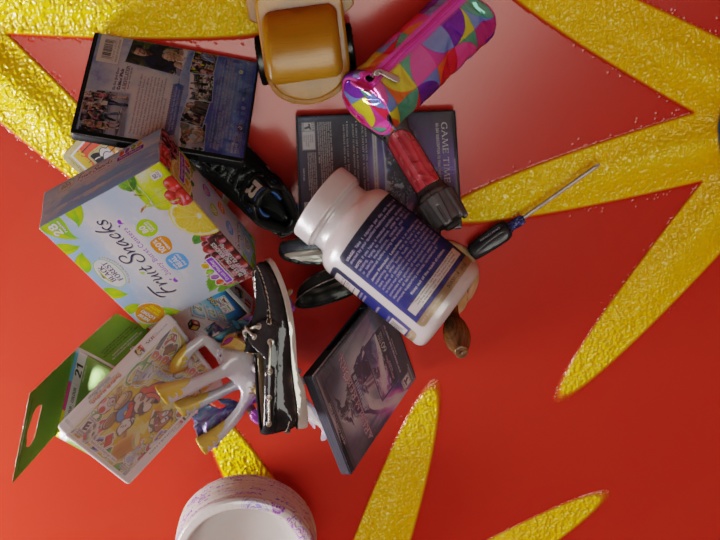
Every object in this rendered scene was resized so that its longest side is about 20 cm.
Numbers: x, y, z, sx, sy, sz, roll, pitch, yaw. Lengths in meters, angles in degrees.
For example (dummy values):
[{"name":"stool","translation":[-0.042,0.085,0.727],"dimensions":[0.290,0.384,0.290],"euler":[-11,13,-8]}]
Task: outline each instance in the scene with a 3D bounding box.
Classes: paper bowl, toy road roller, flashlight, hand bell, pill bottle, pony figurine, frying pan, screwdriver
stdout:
[{"name":"paper bowl","translation":[-0.159,0.376,1.465],"dimensions":[0.196,0.105,0.205],"euler":[-1,114,-2]},{"name":"toy road roller","translation":[-0.066,-0.286,1.159],"dimensions":[0.120,0.147,0.204],"euler":[-8,114,0]},{"name":"flashlight","translation":[0.054,-0.139,1.228],"dimensions":[0.067,0.068,0.202],"euler":[-25,80,-33]},{"name":"hand bell","translation":[0.109,0.050,1.286],"dimensions":[0.102,0.201,0.106],"euler":[-1,114,-2]},{"name":"pill bottle","translation":[0.027,-0.019,1.195],"dimensions":[0.199,0.116,0.116],"euler":[39,108,3]},{"name":"pony figurine","translation":[-0.134,0.134,1.299],"dimensions":[0.198,0.167,0.195],"euler":[-34,126,-6]},{"name":"frying pan","translation":[-0.014,0.003,1.295],"dimensions":[0.113,0.031,0.190],"euler":[-11,161,-35]},{"name":"screwdriver","translation":[0.221,-0.075,1.328],"dimensions":[0.198,0.029,0.028],"euler":[-34,112,17]}]

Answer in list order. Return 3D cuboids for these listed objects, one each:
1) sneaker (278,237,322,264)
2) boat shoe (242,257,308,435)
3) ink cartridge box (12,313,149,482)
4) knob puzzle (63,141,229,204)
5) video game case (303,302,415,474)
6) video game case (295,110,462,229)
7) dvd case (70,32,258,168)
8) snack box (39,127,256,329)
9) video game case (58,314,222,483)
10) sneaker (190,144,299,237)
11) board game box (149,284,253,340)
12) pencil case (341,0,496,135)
[{"name":"sneaker","translation":[-0.011,-0.061,1.308],"dimensions":[0.196,0.078,0.088],"euler":[-14,93,-6]},{"name":"boat shoe","translation":[-0.106,0.090,1.211],"dimensions":[0.059,0.074,0.204],"euler":[-11,98,-15]},{"name":"ink cartridge box","translation":[-0.337,0.170,1.298],"dimensions":[0.075,0.200,0.150],"euler":[25,120,6]},{"name":"knob puzzle","translation":[-0.234,-0.142,1.275],"dimensions":[0.215,0.031,0.224],"euler":[-1,113,-3]},{"name":"video game case","translation":[0.004,0.135,1.320],"dimensions":[0.019,0.200,0.145],"euler":[-5,118,31]},{"name":"video game case","translation":[0.022,-0.118,1.270],"dimensions":[0.195,0.019,0.146],"euler":[-2,84,-3]},{"name":"dvd case","translation":[-0.221,-0.196,1.204],"dimensions":[0.196,0.145,0.018],"euler":[9,152,-8]},{"name":"snack box","translation":[-0.239,-0.042,1.204],"dimensions":[0.166,0.068,0.201],"euler":[-24,132,14]},{"name":"video game case","translation":[-0.267,0.166,1.309],"dimensions":[0.182,0.023,0.201],"euler":[-47,153,-14]},{"name":"sneaker","translation":[-0.143,-0.119,1.227],"dimensions":[0.199,0.112,0.073],"euler":[40,92,-26]},{"name":"board game box","translation":[-0.244,0.011,1.321],"dimensions":[0.125,0.035,0.201],"euler":[-31,117,19]},{"name":"pencil case","translation":[0.066,-0.238,1.175],"dimensions":[0.200,0.088,0.089],"euler":[-45,114,-21]}]
